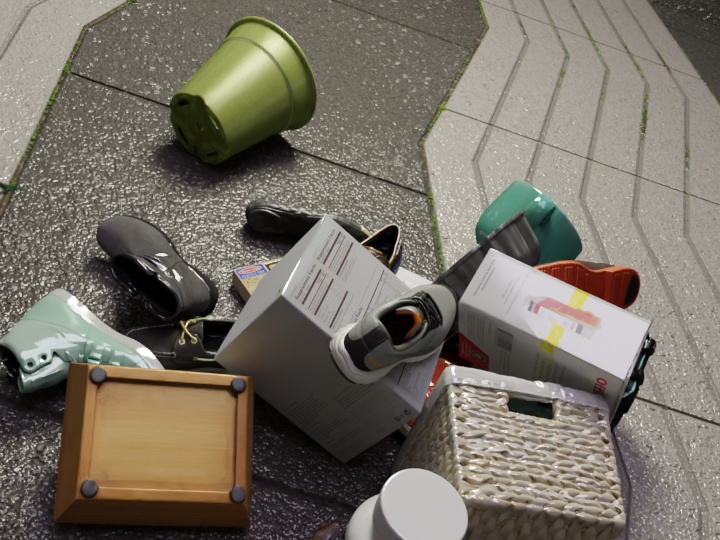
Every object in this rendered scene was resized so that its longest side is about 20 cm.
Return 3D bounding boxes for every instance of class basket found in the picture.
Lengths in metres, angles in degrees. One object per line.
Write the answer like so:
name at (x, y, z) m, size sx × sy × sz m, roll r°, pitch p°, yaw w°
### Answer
basket at (0.152, 0.234, 0.910) m, size 0.194 × 0.202 × 0.163 m, roll 12°, pitch 40°, yaw -12°

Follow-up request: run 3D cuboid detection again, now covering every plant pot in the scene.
plant pot at (-0.202, -0.271, 1.379) m, size 0.198 × 0.202 × 0.190 m, roll 33°, pitch 52°, yaw 15°

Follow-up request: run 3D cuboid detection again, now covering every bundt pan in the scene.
bundt pan at (0.167, 0.010, 1.172) m, size 0.076 × 0.202 × 0.201 m, roll 50°, pitch 43°, yaw 5°

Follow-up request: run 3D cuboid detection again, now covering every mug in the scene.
mug at (0.242, -0.052, 1.310) m, size 0.114 × 0.186 × 0.152 m, roll -43°, pitch 43°, yaw -5°

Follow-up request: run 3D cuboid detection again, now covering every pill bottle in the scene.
pill bottle at (0.029, 0.279, 0.797) m, size 0.109 × 0.202 × 0.112 m, roll 13°, pitch 38°, yaw -10°

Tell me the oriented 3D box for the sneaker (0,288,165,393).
sneaker at (-0.305, 0.117, 0.944) m, size 0.198 × 0.074 × 0.118 m, roll 33°, pitch 47°, yaw 11°

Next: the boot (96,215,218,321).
boot at (-0.273, -0.012, 1.063) m, size 0.198 × 0.071 × 0.131 m, roll 31°, pitch 6°, yaw 15°

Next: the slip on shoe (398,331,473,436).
slip on shoe at (0.100, 0.144, 1.105) m, size 0.073 × 0.062 × 0.200 m, roll 32°, pitch 41°, yaw 12°

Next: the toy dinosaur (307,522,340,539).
toy dinosaur at (-0.101, 0.302, 0.841) m, size 0.196 × 0.062 × 0.106 m, roll -7°, pitch 8°, yaw -28°

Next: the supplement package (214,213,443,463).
supplement package at (-0.029, 0.080, 0.986) m, size 0.199 × 0.151 × 0.152 m, roll 40°, pitch 41°, yaw -12°

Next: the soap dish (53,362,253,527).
soap dish at (-0.201, 0.174, 0.872) m, size 0.196 × 0.081 × 0.161 m, roll 7°, pitch 66°, yaw -19°

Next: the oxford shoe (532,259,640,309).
oxford shoe at (0.266, 0.020, 1.097) m, size 0.196 × 0.073 × 0.072 m, roll 4°, pitch 10°, yaw -33°

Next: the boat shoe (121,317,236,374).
boat shoe at (-0.192, 0.086, 1.036) m, size 0.197 × 0.061 × 0.072 m, roll 6°, pitch 40°, yaw -19°

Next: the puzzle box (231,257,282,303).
puzzle box at (-0.062, 0.025, 1.180) m, size 0.197 × 0.026 × 0.133 m, roll -15°, pitch 45°, yaw -32°

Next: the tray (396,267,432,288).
tray at (0.057, 0.058, 1.219) m, size 0.106 × 0.022 × 0.201 m, roll 25°, pitch 38°, yaw 3°

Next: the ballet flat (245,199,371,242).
ballet flat at (-0.074, -0.071, 1.275) m, size 0.196 × 0.067 × 0.057 m, roll 16°, pitch 32°, yaw -8°

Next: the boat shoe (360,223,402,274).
boat shoe at (0.000, 0.000, 1.148) m, size 0.071 × 0.073 × 0.201 m, roll 22°, pitch 38°, yaw 12°

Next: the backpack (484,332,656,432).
backpack at (0.263, 0.117, 1.136) m, size 0.198 × 0.155 × 0.176 m, roll 31°, pitch 42°, yaw 11°

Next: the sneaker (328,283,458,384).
sneaker at (0.054, 0.058, 0.902) m, size 0.199 × 0.079 × 0.075 m, roll -25°, pitch 80°, yaw -51°

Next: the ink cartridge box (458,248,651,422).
ink cartridge box at (0.216, 0.081, 0.986) m, size 0.197 × 0.146 × 0.084 m, roll 27°, pitch 65°, yaw 20°
